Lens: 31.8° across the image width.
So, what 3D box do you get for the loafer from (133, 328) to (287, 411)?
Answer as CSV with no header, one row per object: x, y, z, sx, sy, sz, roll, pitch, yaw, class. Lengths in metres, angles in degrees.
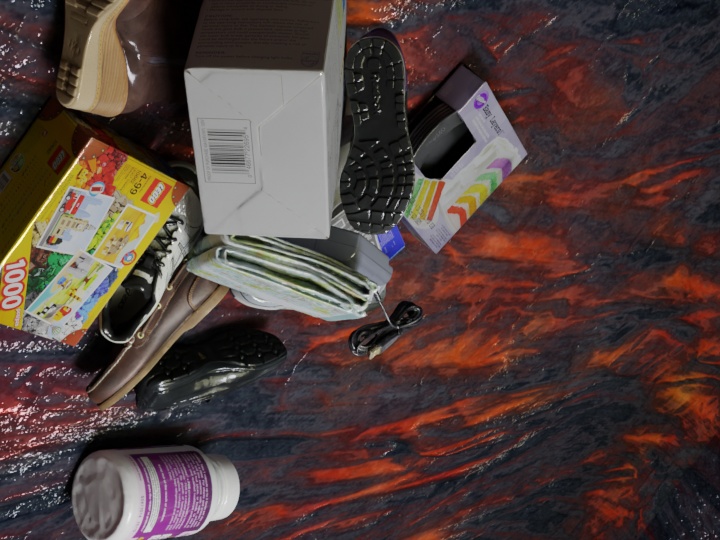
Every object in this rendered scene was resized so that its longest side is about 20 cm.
-0.180,0.120,1.510,0.198,0.068,0.071,-13,142,-34,loafer

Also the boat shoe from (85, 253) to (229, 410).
-0.235,0.062,1.391,0.200,0.070,0.070,-47,108,-6,boat shoe

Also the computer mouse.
0.000,0.000,1.483,0.109,0.044,0.202,-35,116,-27,computer mouse

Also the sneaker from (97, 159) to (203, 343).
-0.210,-0.013,1.292,0.075,0.088,0.202,22,109,-14,sneaker

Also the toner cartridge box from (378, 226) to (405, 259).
-0.015,-0.063,1.526,0.095,0.043,0.201,-40,146,-9,toner cartridge box

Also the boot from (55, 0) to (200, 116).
-0.191,-0.236,1.144,0.166,0.072,0.202,-18,137,-55,boot

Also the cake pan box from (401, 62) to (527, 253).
0.109,-0.138,1.585,0.185,0.052,0.200,-48,147,-3,cake pan box

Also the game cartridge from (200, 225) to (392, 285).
-0.076,-0.028,1.349,0.133,0.197,0.041,43,61,-63,game cartridge

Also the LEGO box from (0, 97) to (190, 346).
-0.283,-0.042,1.208,0.201,0.077,0.148,-53,146,8,LEGO box

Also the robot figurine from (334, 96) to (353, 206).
-0.047,-0.124,1.360,0.199,0.114,0.170,-35,178,-20,robot figurine

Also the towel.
-0.083,0.003,1.295,0.169,0.200,0.049,21,81,-14,towel

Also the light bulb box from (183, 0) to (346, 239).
-0.080,-0.170,1.174,0.123,0.202,0.200,3,136,3,light bulb box

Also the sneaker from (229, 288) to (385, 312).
-0.064,0.014,1.506,0.197,0.070,0.074,8,86,-32,sneaker

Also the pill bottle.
-0.244,0.271,1.546,0.199,0.112,0.113,6,121,-50,pill bottle

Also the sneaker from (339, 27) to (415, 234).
0.023,-0.139,1.264,0.088,0.074,0.203,-69,163,-68,sneaker
